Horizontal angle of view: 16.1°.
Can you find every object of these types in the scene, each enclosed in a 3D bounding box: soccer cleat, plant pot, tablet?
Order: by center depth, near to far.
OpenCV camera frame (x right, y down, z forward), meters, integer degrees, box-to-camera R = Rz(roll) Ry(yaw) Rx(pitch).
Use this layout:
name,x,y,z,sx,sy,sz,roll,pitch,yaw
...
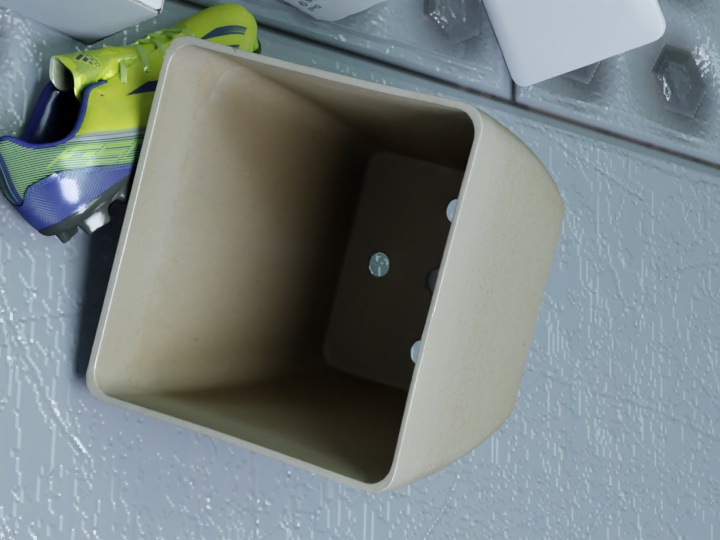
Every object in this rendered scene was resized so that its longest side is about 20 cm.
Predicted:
name,x,y,z,sx,sy,sz,roll,pitch,yaw
plant pot,0.000,0.000,1.386,0.177,0.200,0.200,9,96,-59
soccer cleat,-0.127,-0.099,1.404,0.084,0.065,0.200,53,52,-16
tablet,0.106,-0.221,1.586,0.014,0.130,0.200,-26,97,-44

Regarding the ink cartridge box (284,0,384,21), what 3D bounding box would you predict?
name,x,y,z,sx,sy,sz,roll,pitch,yaw
ink cartridge box,0.012,-0.264,1.507,0.087,0.145,0.200,26,64,-32

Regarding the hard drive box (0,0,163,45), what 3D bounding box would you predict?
name,x,y,z,sx,sy,sz,roll,pitch,yaw
hard drive box,-0.194,-0.233,1.372,0.200,0.077,0.156,23,66,-34
